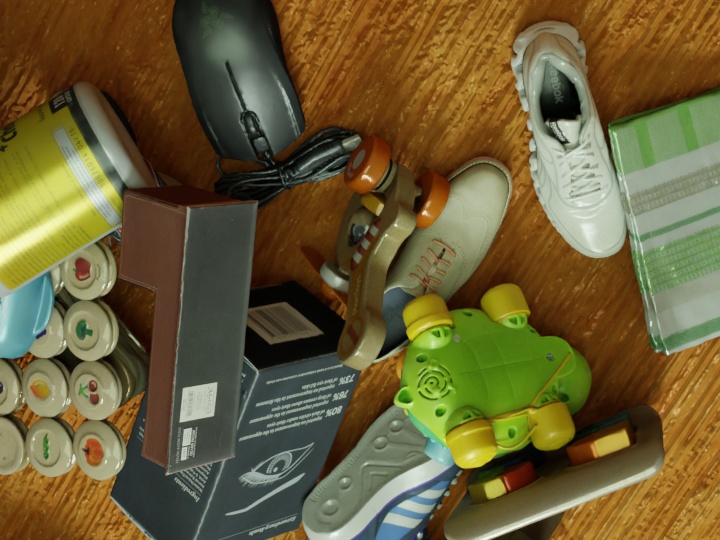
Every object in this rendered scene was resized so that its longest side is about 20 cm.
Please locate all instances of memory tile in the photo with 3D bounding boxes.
[{"bbox_3d":[-0.263,0.073,1.332,0.152,0.017,0.203,1,98,29],"label":"memory tile"}]

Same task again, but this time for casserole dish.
[{"bbox_3d":[-0.343,-0.001,1.336,0.198,0.039,0.122,22,106,26],"label":"casserole dish"}]

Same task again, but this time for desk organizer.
[{"bbox_3d":[-0.136,0.041,1.204,0.077,0.071,0.202,17,107,39],"label":"desk organizer"}]

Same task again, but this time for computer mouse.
[{"bbox_3d":[-0.091,-0.149,1.309,0.137,0.053,0.202,-20,106,11],"label":"computer mouse"}]

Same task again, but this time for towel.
[{"bbox_3d":[0.286,-0.046,1.321,0.148,0.031,0.202,-18,105,-12],"label":"towel"}]

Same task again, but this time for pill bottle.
[{"bbox_3d":[-0.265,-0.050,1.230,0.199,0.112,0.113,-31,104,0],"label":"pill bottle"}]

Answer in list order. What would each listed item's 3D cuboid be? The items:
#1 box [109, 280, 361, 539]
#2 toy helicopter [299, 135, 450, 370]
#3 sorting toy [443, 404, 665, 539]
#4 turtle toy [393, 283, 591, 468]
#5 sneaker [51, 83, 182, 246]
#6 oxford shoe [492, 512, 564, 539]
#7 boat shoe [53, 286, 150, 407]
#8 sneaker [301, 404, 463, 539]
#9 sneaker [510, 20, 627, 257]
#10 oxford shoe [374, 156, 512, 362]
[{"bbox_3d":[-0.100,0.125,1.326,0.104,0.147,0.202,37,117,30],"label":"box"},{"bbox_3d":[0.000,0.000,1.284,0.078,0.201,0.132,28,133,-23],"label":"toy helicopter"},{"bbox_3d":[0.160,0.160,1.319,0.183,0.200,0.037,-23,92,10],"label":"sorting toy"},{"bbox_3d":[0.112,0.095,1.323,0.198,0.147,0.101,-7,155,-27],"label":"turtle toy"},{"bbox_3d":[-0.198,-0.060,1.334,0.080,0.075,0.200,-36,103,14],"label":"sneaker"},{"bbox_3d":[0.132,0.254,1.362,0.084,0.200,0.073,2,129,42],"label":"oxford shoe"},{"bbox_3d":[-0.255,0.034,1.374,0.200,0.065,0.072,45,116,8],"label":"boat shoe"},{"bbox_3d":[0.044,0.204,1.416,0.200,0.080,0.147,-39,137,-12],"label":"sneaker"},{"bbox_3d":[0.170,-0.098,1.297,0.074,0.081,0.202,-18,107,7],"label":"sneaker"},{"bbox_3d":[0.064,-0.003,1.336,0.070,0.074,0.201,30,107,-7],"label":"oxford shoe"}]
